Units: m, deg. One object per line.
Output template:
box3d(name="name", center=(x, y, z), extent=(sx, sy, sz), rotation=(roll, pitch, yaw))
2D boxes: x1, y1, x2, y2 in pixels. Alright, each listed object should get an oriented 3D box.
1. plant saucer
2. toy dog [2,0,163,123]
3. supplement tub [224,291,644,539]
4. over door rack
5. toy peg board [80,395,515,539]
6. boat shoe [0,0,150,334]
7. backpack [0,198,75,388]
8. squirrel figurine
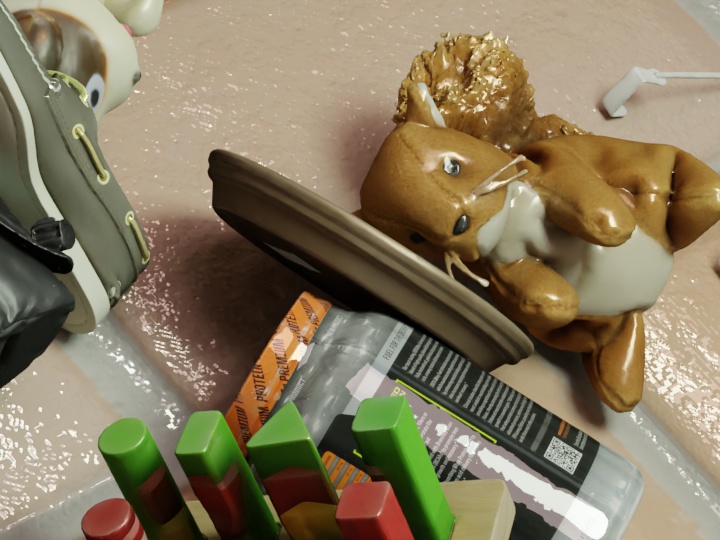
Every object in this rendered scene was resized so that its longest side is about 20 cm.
box3d(name="plant saucer", center=(0.000, 0.000, 1.526), extent=(0.199, 0.200, 0.030), rotation=(32, 86, 2))
box3d(name="toy dog", center=(-0.194, -0.152, 1.571), extent=(0.193, 0.140, 0.201), rotation=(-15, 59, -27))
box3d(name="supplement tub", center=(0.031, 0.102, 1.465), extent=(0.199, 0.123, 0.123), rotation=(32, 44, 2))
box3d(name="over door rack", center=(0.272, -0.083, 1.799), extent=(0.199, 0.067, 0.148), rotation=(-12, 56, -35))
box3d(name="toy peg board", center=(-0.054, 0.150, 1.320), extent=(0.199, 0.098, 0.200), rotation=(-6, 39, 23))
box3d(name="boat shoe", center=(-0.165, -0.065, 1.479), extent=(0.072, 0.203, 0.060), rotation=(10, 42, 43))
box3d(name="backpack", center=(-0.256, -0.015, 1.417), extent=(0.200, 0.127, 0.167), rotation=(46, 29, 11))
box3d(name="squirrel figurine", center=(0.074, -0.042, 1.603), extent=(0.186, 0.142, 0.200), rotation=(14, 26, -29))
